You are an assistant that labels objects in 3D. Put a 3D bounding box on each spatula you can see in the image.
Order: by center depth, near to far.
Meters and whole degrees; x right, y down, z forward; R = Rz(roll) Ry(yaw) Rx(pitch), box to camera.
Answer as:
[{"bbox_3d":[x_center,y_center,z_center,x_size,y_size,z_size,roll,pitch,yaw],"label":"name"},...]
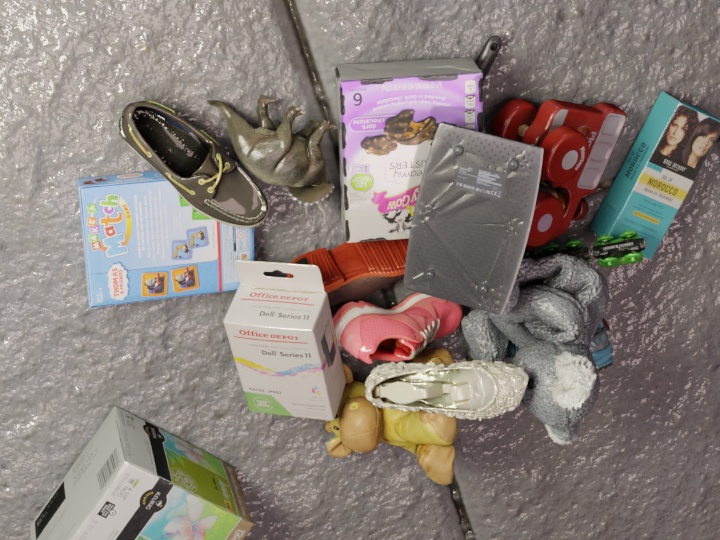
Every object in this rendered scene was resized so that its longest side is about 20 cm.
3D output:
[{"bbox_3d":[0.122,-0.191,1.511,0.056,0.021,0.202,19,106,-18],"label":"spatula"}]

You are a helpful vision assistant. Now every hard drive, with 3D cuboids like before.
[{"bbox_3d":[0.129,-0.061,1.429,0.133,0.042,0.202,15,108,9],"label":"hard drive"}]

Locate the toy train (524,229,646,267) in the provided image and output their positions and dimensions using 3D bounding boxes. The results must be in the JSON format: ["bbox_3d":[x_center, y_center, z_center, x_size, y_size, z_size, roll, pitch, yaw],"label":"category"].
[{"bbox_3d":[0.266,-0.014,1.594,0.198,0.056,0.042,-10,75,12],"label":"toy train"}]

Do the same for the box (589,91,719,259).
[{"bbox_3d":[0.383,-0.121,1.613,0.082,0.049,0.201,18,108,-24],"label":"box"}]

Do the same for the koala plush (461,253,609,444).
[{"bbox_3d":[0.235,0.100,1.522,0.182,0.202,0.178,-8,149,-6],"label":"koala plush"}]

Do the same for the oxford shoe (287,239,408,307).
[{"bbox_3d":[0.000,0.000,1.547,0.198,0.072,0.073,-13,148,-17],"label":"oxford shoe"}]

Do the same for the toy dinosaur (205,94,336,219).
[{"bbox_3d":[-0.090,-0.136,1.431,0.199,0.077,0.103,23,88,-34],"label":"toy dinosaur"}]

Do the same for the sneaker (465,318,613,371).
[{"bbox_3d":[0.234,0.092,1.663,0.198,0.079,0.097,-4,88,-10],"label":"sneaker"}]

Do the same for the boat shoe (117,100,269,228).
[{"bbox_3d":[-0.184,-0.116,1.393,0.200,0.061,0.072,36,81,-13],"label":"boat shoe"}]

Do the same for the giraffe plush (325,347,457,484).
[{"bbox_3d":[0.034,0.183,1.591,0.160,0.200,0.175,2,79,-2],"label":"giraffe plush"}]

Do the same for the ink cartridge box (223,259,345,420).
[{"bbox_3d":[-0.092,0.085,1.491,0.116,0.068,0.201,4,133,16],"label":"ink cartridge box"}]

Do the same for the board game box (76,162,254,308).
[{"bbox_3d":[-0.224,-0.042,1.459,0.198,0.037,0.153,-7,116,-16],"label":"board game box"}]

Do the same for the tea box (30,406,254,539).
[{"bbox_3d":[-0.274,0.316,1.554,0.196,0.134,0.201,31,102,-28],"label":"tea box"}]

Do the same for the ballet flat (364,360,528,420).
[{"bbox_3d":[0.096,0.143,1.462,0.198,0.072,0.072,-3,119,18],"label":"ballet flat"}]

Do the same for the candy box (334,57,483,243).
[{"bbox_3d":[0.058,-0.141,1.471,0.166,0.072,0.202,-4,115,-5],"label":"candy box"}]

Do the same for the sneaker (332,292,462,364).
[{"bbox_3d":[0.057,0.083,1.560,0.199,0.087,0.074,-8,128,-35],"label":"sneaker"}]

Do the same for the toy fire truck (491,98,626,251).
[{"bbox_3d":[0.240,-0.115,1.545,0.167,0.112,0.202,2,116,-39],"label":"toy fire truck"}]
